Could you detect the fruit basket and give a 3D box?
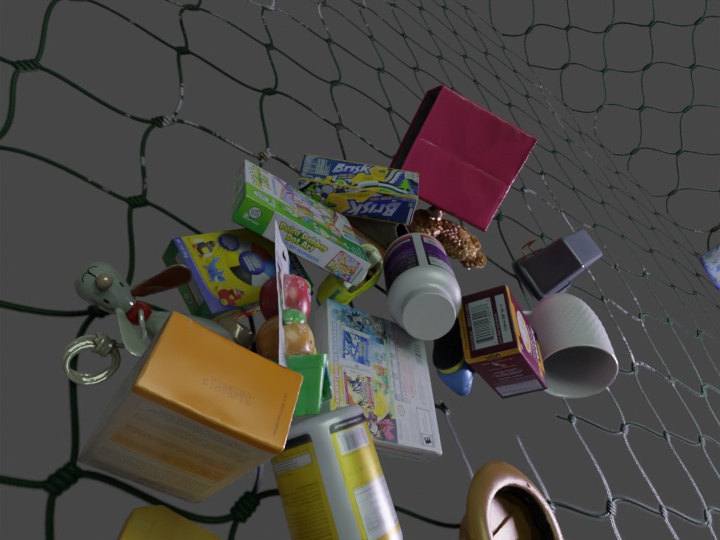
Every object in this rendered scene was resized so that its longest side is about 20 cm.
[{"bbox_3d":[-0.076,0.065,0.600,0.093,0.185,0.202,1,77,-3],"label":"fruit basket"}]

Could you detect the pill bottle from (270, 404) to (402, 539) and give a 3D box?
[{"bbox_3d":[-0.021,0.254,0.554,0.111,0.112,0.201,-4,69,-44],"label":"pill bottle"}]

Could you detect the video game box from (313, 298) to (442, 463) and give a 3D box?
[{"bbox_3d":[0.021,0.155,0.743,0.181,0.047,0.201,24,43,-30],"label":"video game box"}]

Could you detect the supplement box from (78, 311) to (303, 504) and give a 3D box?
[{"bbox_3d":[-0.156,0.134,0.473,0.126,0.200,0.074,31,44,-19],"label":"supplement box"}]

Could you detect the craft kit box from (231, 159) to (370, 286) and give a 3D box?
[{"bbox_3d":[-0.093,-0.076,0.779,0.197,0.049,0.200,25,17,-23],"label":"craft kit box"}]

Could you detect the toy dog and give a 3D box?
[{"bbox_3d":[-0.196,0.063,0.553,0.199,0.096,0.133,18,69,-31],"label":"toy dog"}]

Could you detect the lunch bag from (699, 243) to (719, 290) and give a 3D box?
[{"bbox_3d":[1.555,-0.025,2.211,0.127,0.170,0.201,9,49,-37],"label":"lunch bag"}]

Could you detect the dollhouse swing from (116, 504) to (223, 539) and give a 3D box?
[{"bbox_3d":[-0.169,0.333,0.421,0.199,0.176,0.182,36,81,-13],"label":"dollhouse swing"}]

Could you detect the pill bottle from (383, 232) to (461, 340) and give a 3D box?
[{"bbox_3d":[0.095,0.024,0.831,0.112,0.113,0.200,34,21,-15],"label":"pill bottle"}]

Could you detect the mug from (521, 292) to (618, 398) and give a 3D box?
[{"bbox_3d":[0.376,0.130,1.031,0.198,0.149,0.176,7,38,1],"label":"mug"}]

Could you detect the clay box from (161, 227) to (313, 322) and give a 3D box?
[{"bbox_3d":[-0.151,0.000,0.720,0.199,0.048,0.115,-16,68,-48],"label":"clay box"}]

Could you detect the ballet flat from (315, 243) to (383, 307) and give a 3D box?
[{"bbox_3d":[0.000,0.000,0.843,0.067,0.067,0.200,45,38,0],"label":"ballet flat"}]

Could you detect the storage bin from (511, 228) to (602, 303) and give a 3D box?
[{"bbox_3d":[0.468,-0.028,1.245,0.199,0.134,0.146,-17,69,-49],"label":"storage bin"}]

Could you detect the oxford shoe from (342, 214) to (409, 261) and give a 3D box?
[{"bbox_3d":[0.036,-0.085,0.946,0.200,0.073,0.071,43,39,-3],"label":"oxford shoe"}]

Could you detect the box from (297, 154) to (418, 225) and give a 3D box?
[{"bbox_3d":[-0.004,-0.136,0.890,0.198,0.070,0.065,10,51,-2],"label":"box"}]

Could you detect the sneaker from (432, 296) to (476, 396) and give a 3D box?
[{"bbox_3d":[0.166,0.126,0.899,0.079,0.066,0.201,57,28,-25],"label":"sneaker"}]

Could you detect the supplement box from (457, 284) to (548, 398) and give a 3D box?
[{"bbox_3d":[0.235,0.123,0.865,0.200,0.085,0.111,44,36,-48],"label":"supplement box"}]

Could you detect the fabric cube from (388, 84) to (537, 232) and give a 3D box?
[{"bbox_3d":[0.184,-0.220,1.033,0.198,0.201,0.196,26,13,-9],"label":"fabric cube"}]

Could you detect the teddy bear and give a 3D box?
[{"bbox_3d":[0.182,-0.074,1.076,0.199,0.067,0.145,36,37,-13],"label":"teddy bear"}]

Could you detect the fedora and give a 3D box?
[{"bbox_3d":[0.187,0.355,0.691,0.200,0.082,0.202,30,38,-26],"label":"fedora"}]
